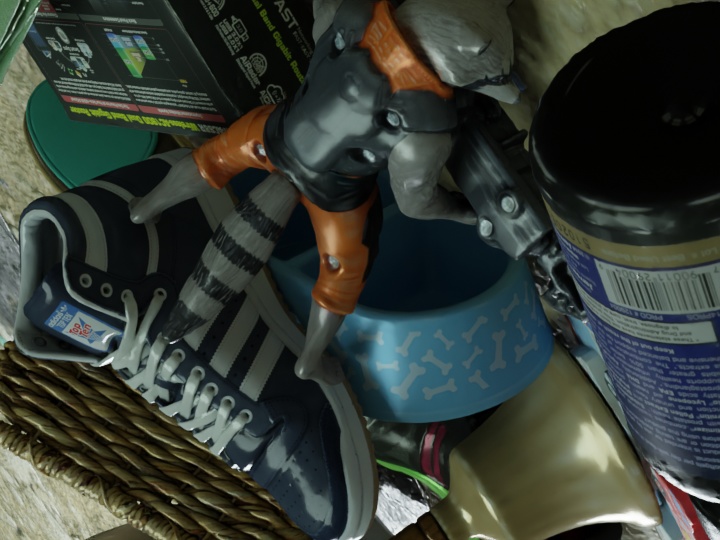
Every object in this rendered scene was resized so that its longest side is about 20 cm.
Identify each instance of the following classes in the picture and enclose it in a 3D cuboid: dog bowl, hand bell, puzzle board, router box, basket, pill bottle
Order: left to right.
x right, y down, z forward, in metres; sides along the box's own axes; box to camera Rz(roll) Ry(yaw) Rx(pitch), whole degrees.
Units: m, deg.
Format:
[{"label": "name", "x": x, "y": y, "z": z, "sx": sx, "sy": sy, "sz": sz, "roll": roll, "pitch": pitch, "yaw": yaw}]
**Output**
[{"label": "router box", "x": -0.111, "y": -0.140, "z": 1.290, "sx": 0.200, "sy": 0.062, "sz": 0.150, "roll": 12, "pitch": 138, "yaw": 58}, {"label": "basket", "x": -0.099, "y": 0.091, "z": 1.503, "sx": 0.199, "sy": 0.149, "sz": 0.143, "roll": 28, "pitch": 158, "yaw": 10}, {"label": "dog bowl", "x": 0.000, "y": 0.000, "z": 1.261, "sx": 0.200, "sy": 0.111, "sz": 0.050, "roll": 28, "pitch": 136, "yaw": 43}, {"label": "hand bell", "x": 0.027, "y": 0.123, "z": 1.257, "sx": 0.104, "sy": 0.199, "sz": 0.104, "roll": 58, "pitch": 175, "yaw": 7}, {"label": "puzzle board", "x": 0.148, "y": 0.110, "z": 1.219, "sx": 0.201, "sy": 0.017, "sz": 0.151, "roll": 63, "pitch": 172, "yaw": -32}, {"label": "pill bottle", "x": 0.138, "y": 0.012, "z": 0.990, "sx": 0.112, "sy": 0.112, "sz": 0.201, "roll": 27, "pitch": 151, "yaw": 44}]

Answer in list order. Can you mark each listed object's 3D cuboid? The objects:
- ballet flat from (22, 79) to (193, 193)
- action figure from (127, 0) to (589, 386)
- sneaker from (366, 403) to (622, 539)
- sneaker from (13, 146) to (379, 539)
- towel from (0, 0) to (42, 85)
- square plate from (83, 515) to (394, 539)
[{"label": "ballet flat", "x": -0.104, "y": -0.039, "z": 1.461, "sx": 0.200, "sy": 0.069, "sz": 0.063, "roll": 35, "pitch": 172, "yaw": 36}, {"label": "action figure", "x": 0.009, "y": -0.032, "z": 1.123, "sx": 0.200, "sy": 0.104, "sz": 0.194, "roll": 48, "pitch": 123, "yaw": 16}, {"label": "sneaker", "x": 0.056, "y": 0.080, "z": 1.359, "sx": 0.200, "sy": 0.077, "sz": 0.084, "roll": 42, "pitch": 142, "yaw": 7}, {"label": "sneaker", "x": -0.078, "y": 0.042, "z": 1.200, "sx": 0.201, "sy": 0.108, "sz": 0.070, "roll": 60, "pitch": 139, "yaw": 19}, {"label": "towel", "x": -0.187, "y": -0.191, "z": 1.259, "sx": 0.153, "sy": 0.023, "sz": 0.201, "roll": -48, "pitch": 58, "yaw": 55}, {"label": "square plate", "x": -0.026, "y": 0.187, "z": 1.543, "sx": 0.198, "sy": 0.199, "sz": 0.029, "roll": 45, "pitch": 128, "yaw": 22}]
